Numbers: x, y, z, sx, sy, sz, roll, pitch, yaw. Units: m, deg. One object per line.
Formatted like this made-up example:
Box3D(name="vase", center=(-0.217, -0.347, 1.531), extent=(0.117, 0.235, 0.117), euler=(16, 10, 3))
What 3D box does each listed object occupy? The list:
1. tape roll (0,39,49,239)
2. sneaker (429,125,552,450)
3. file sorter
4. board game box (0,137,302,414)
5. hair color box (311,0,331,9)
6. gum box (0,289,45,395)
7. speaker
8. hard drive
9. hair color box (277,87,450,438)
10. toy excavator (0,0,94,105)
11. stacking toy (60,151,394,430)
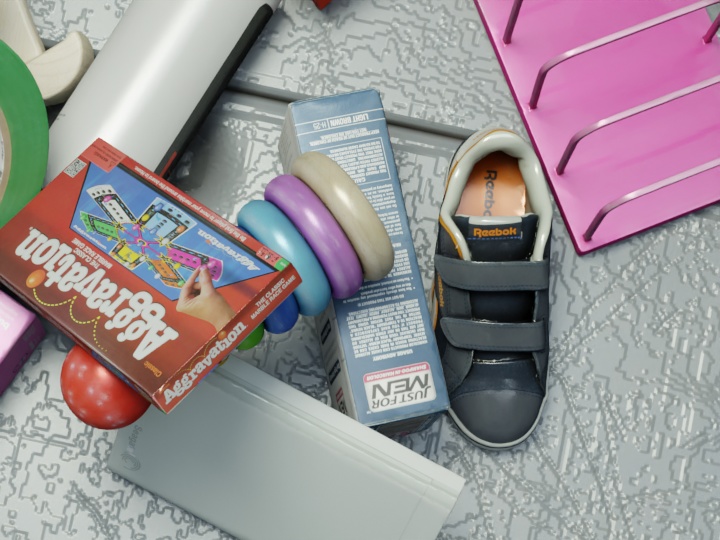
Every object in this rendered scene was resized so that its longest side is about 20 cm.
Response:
Box3D(name="tape roll", center=(-0.271, -0.057, 1.187), extent=(0.200, 0.201, 0.048), euler=(-46, 51, -9))
Box3D(name="sneaker", center=(0.080, 0.009, 1.314), extent=(0.078, 0.079, 0.202), euler=(-3, 81, -4))
Box3D(name="file sorter", center=(0.169, -0.136, 1.319), extent=(0.138, 0.125, 0.201), euler=(-21, 81, -6))
Box3D(name="board game box", center=(-0.127, -0.002, 1.174), extent=(0.103, 0.019, 0.200), euler=(-45, 43, -12))
Box3D(name="hair color box", center=(0.014, -0.274, 1.351), extent=(0.200, 0.064, 0.111), euler=(-39, 89, 2))
Box3D(name="gum box", center=(-0.308, 0.022, 1.299), extent=(0.199, 0.066, 0.114), euler=(35, 78, 5))
Box3D(name="speaker", center=(-0.131, -0.116, 1.326), extent=(0.081, 0.081, 0.201), euler=(31, 79, 3))
Box3D(name="hard drive", center=(-0.048, 0.121, 1.265), extent=(0.199, 0.132, 0.026), euler=(27, 46, 3))
Box3D(name="hair color box", center=(0.000, 0.000, 1.300), extent=(0.060, 0.100, 0.201), euler=(-11, 80, -8))
Box3D(name="toy excavator", center=(-0.216, -0.232, 1.347), extent=(0.194, 0.100, 0.201), euler=(35, 93, 6))
Box3D(name="stacking toy", center=(-0.080, 0.022, 1.193), extent=(0.200, 0.085, 0.086), euler=(-37, 83, -11))
